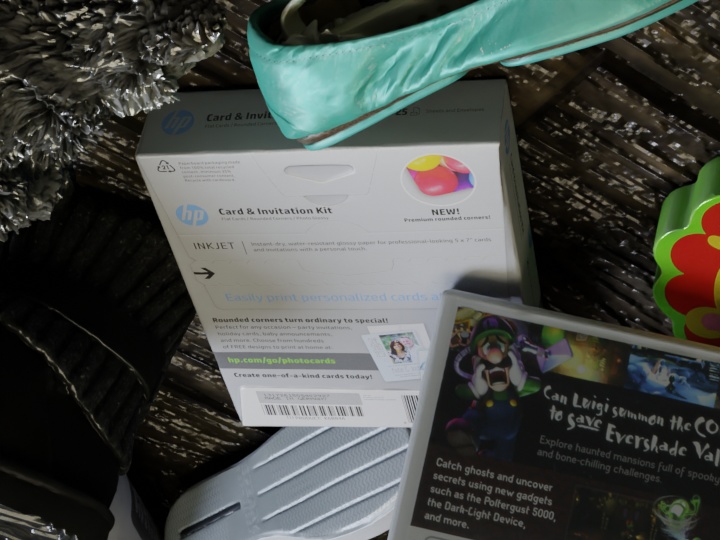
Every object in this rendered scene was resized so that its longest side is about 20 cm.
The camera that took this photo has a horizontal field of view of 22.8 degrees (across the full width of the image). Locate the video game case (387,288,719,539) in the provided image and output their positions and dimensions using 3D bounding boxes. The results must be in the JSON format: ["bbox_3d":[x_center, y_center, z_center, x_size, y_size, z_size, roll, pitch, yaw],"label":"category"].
[{"bbox_3d":[0.112,0.117,0.750,0.199,0.183,0.023,12,173,6],"label":"video game case"}]

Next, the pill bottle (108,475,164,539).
[{"bbox_3d":[-0.167,0.159,0.985,0.113,0.114,0.201,-2,140,15],"label":"pill bottle"}]

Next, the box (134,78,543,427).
[{"bbox_3d":[0.000,0.000,0.806,0.155,0.041,0.201,-1,142,13],"label":"box"}]

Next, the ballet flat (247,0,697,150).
[{"bbox_3d":[0.038,-0.104,0.648,0.199,0.068,0.071,-19,120,29],"label":"ballet flat"}]

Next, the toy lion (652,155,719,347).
[{"bbox_3d":[0.209,0.026,0.783,0.191,0.069,0.200,23,141,-6],"label":"toy lion"}]

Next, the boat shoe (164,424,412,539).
[{"bbox_3d":[-0.024,0.119,0.954,0.062,0.072,0.199,10,154,-44],"label":"boat shoe"}]

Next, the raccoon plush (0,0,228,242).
[{"bbox_3d":[-0.136,-0.068,0.650,0.134,0.200,0.097,-32,93,40],"label":"raccoon plush"}]

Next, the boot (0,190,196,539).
[{"bbox_3d":[-0.171,0.021,0.776,0.079,0.159,0.211,-13,141,44],"label":"boot"}]
